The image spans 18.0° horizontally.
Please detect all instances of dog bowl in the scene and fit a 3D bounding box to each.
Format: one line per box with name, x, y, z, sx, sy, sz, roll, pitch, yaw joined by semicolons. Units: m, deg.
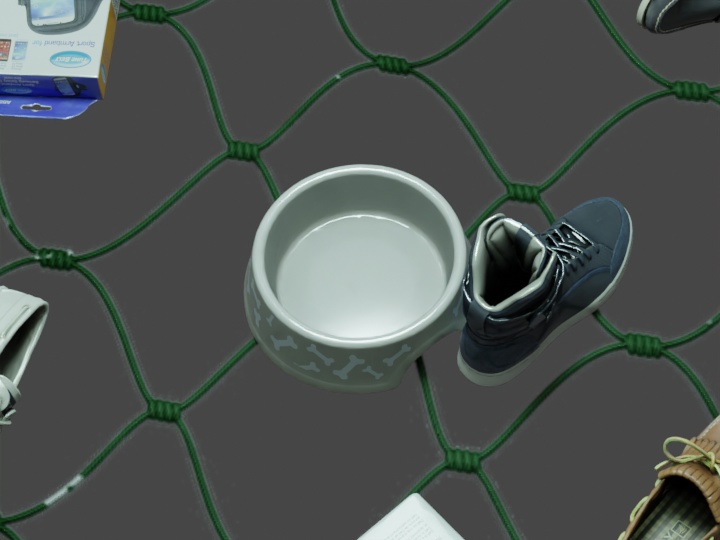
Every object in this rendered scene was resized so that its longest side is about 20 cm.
dog bowl;0.000;0.000;1.861;0.199;0.059;0.201;-1;59;2

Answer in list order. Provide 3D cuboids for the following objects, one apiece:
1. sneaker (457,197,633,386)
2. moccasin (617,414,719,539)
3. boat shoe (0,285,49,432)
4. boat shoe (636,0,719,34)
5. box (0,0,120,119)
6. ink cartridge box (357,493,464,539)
sneaker;0.153;-0.014;1.812;0.077;0.146;0.202;32;64;22
moccasin;0.253;0.172;1.730;0.074;0.078;0.201;39;68;23
boat shoe;-0.303;0.100;1.812;0.065;0.072;0.200;9;51;14
boat shoe;0.335;-0.253;1.990;0.199;0.073;0.063;-27;58;-18
box;-0.279;-0.225;2.025;0.118;0.042;0.201;2;57;4
ink cartridge box;0.055;0.288;1.666;0.146;0.083;0.200;-37;63;-18
